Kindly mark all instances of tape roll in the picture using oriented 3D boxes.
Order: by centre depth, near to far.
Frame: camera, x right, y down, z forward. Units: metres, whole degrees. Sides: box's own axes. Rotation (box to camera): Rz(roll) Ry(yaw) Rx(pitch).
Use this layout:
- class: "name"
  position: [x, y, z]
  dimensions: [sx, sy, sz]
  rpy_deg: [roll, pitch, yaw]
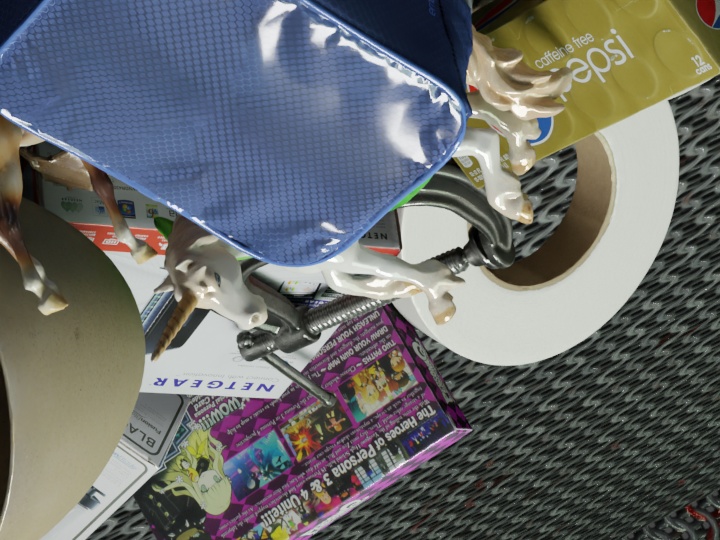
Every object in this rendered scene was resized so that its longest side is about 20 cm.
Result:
- class: "tape roll"
  position: [0.097, -0.045, 1.576]
  dimensions: [0.202, 0.037, 0.204]
  rpy_deg: [-14, 116, -30]

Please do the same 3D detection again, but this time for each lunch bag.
- class: "lunch bag"
  position: [-0.056, -0.115, 1.092]
  dimensions: [0.200, 0.133, 0.136]
  rpy_deg: [31, 131, -26]

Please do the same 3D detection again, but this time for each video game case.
- class: "video game case"
  position: [-0.060, 0.069, 1.608]
  dimensions: [0.200, 0.182, 0.036]
  rpy_deg: [-35, 165, 17]

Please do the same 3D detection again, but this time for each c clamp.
- class: "c clamp"
  position: [0.000, 0.000, 1.408]
  dimensions: [0.200, 0.027, 0.171]
  rpy_deg: [-27, 143, 33]

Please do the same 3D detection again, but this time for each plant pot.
- class: "plant pot"
  position: [-0.181, 0.042, 1.298]
  dimensions: [0.134, 0.201, 0.200]
  rpy_deg: [-16, 160, -46]

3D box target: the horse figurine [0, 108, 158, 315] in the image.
- class: "horse figurine"
  position: [-0.134, -0.053, 1.115]
  dimensions: [0.050, 0.133, 0.200]
  rpy_deg: [-29, -177, 37]

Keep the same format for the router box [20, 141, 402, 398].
- class: "router box"
  position: [-0.104, 0.004, 1.458]
  dimensions: [0.199, 0.049, 0.180]
  rpy_deg: [4, 150, -24]

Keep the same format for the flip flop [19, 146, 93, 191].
- class: "flip flop"
  position: [-0.122, -0.068, 1.308]
  dimensions: [0.200, 0.058, 0.081]
  rpy_deg: [-4, 150, -50]

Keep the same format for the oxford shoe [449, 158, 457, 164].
- class: "oxford shoe"
  position: [0.076, -0.083, 1.394]
  dimensions: [0.199, 0.072, 0.071]
  rpy_deg: [-20, 179, -5]

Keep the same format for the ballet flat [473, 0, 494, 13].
- class: "ballet flat"
  position: [0.073, -0.168, 1.344]
  dimensions: [0.067, 0.068, 0.200]
  rpy_deg: [-23, 173, -33]

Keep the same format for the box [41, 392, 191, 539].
- class: "box"
  position: [-0.201, 0.111, 1.597]
  dimensions: [0.200, 0.116, 0.060]
  rpy_deg: [-45, -166, 42]

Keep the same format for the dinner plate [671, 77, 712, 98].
- class: "dinner plate"
  position: [0.184, -0.172, 1.512]
  dimensions: [0.200, 0.024, 0.201]
  rpy_deg: [-25, 147, -18]

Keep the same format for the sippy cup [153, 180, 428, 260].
- class: "sippy cup"
  position: [-0.042, -0.095, 1.261]
  dimensions: [0.130, 0.179, 0.139]
  rpy_deg: [3, 174, -43]

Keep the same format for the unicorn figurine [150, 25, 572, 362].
- class: "unicorn figurine"
  position: [-0.003, -0.029, 1.212]
  dimensions: [0.137, 0.074, 0.201]
  rpy_deg: [29, 91, -29]

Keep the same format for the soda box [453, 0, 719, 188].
- class: "soda box"
  position: [0.104, -0.105, 1.249]
  dimensions: [0.064, 0.068, 0.200]
  rpy_deg: [-44, -170, -32]
